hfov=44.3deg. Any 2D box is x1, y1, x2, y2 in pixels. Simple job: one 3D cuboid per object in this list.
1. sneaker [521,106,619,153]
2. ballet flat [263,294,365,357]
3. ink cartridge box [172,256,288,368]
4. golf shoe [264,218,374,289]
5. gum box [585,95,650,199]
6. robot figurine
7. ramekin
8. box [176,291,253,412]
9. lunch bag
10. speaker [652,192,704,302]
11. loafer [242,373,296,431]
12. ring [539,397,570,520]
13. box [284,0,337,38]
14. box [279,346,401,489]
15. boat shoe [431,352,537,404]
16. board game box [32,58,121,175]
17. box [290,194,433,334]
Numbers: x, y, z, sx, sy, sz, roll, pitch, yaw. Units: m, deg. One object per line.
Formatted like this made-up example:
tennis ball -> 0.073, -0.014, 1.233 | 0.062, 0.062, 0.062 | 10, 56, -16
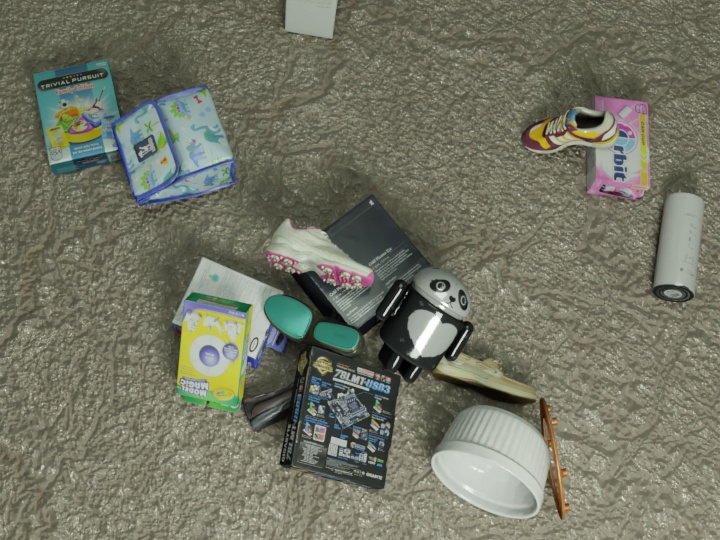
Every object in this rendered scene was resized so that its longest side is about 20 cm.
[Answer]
sneaker -> 0.409, -0.287, 1.755 | 0.196, 0.090, 0.077 | -3, 66, 28
ballet flat -> -0.081, 0.106, 1.546 | 0.197, 0.069, 0.069 | 25, 75, 19
ink cartridge box -> -0.222, 0.084, 1.595 | 0.196, 0.077, 0.139 | 22, 70, 4
golf shoe -> -0.065, -0.031, 1.546 | 0.195, 0.076, 0.093 | 17, 66, 0
gum box -> 0.521, -0.245, 1.797 | 0.110, 0.066, 0.205 | 6, 69, -2
robot figurine -> 0.111, 0.093, 1.551 | 0.124, 0.149, 0.202 | 36, 98, 30
ramekin -> 0.226, 0.318, 1.495 | 0.197, 0.201, 0.106 | 28, 58, 5
box -> -0.254, 0.149, 1.524 | 0.114, 0.048, 0.205 | 10, 110, 7
lunch bag -> -0.351, -0.229, 1.662 | 0.196, 0.128, 0.173 | -19, 75, -12
speaker -> 0.622, -0.047, 1.727 | 0.079, 0.081, 0.204 | 15, 69, 0
loafer -> -0.116, 0.209, 1.565 | 0.197, 0.072, 0.064 | -29, 71, -12
ring -> 0.330, 0.317, 1.498 | 0.019, 0.201, 0.205 | -9, 70, 5
box -> -0.092, -0.599, 1.795 | 0.104, 0.201, 0.156 | 8, 69, -4
box -> -0.030, 0.254, 1.514 | 0.197, 0.049, 0.203 | 21, 68, -31
boat shoe -> 0.229, 0.188, 1.607 | 0.195, 0.072, 0.066 | 17, 70, 7
board game box -> -0.543, -0.300, 1.721 | 0.147, 0.047, 0.204 | -14, 72, -11
box -> 0.000, 0.000, 1.634 | 0.198, 0.104, 0.183 | -36, 78, -17
